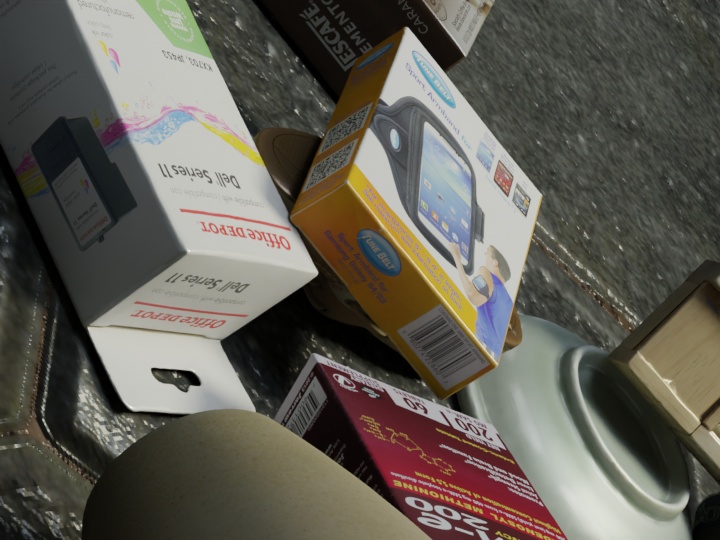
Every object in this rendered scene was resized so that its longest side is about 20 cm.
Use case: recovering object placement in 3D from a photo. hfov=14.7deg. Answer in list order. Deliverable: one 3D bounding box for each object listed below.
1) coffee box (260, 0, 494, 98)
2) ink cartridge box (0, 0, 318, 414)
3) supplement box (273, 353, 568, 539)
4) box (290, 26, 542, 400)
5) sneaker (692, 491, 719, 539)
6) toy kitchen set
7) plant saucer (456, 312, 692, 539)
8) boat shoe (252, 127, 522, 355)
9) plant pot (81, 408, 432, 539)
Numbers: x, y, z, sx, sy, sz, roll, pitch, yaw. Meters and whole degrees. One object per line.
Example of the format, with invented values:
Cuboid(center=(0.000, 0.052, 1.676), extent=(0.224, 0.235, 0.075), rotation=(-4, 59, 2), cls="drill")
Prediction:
Cuboid(center=(0.017, -0.180, 1.646), extent=(0.114, 0.080, 0.200), rotation=(50, 24, -11), cls="coffee box")
Cuboid(center=(-0.094, -0.036, 1.270), extent=(0.117, 0.067, 0.201), rotation=(8, 52, -60), cls="ink cartridge box")
Cuboid(center=(0.035, 0.122, 1.216), extent=(0.109, 0.061, 0.200), rotation=(23, 18, -28), cls="supplement box")
Cuboid(center=(0.033, -0.037, 1.383), extent=(0.119, 0.041, 0.200), rotation=(50, 28, -17), cls="box")
Cuboid(center=(0.261, 0.194, 1.635), extent=(0.200, 0.067, 0.090), rotation=(33, 38, -35), cls="sneaker")
Cuboid(center=(0.275, 0.071, 1.494), extent=(0.200, 0.163, 0.180), rotation=(47, -5, -11), cls="toy kitchen set")
Cuboid(center=(0.131, 0.098, 1.541), extent=(0.200, 0.050, 0.201), rotation=(43, 26, -27), cls="plant saucer")
Cuboid(center=(0.000, 0.000, 1.403), extent=(0.200, 0.064, 0.071), rotation=(37, 33, -37), cls="boat shoe")
Cuboid(center=(-0.027, 0.152, 1.050), extent=(0.187, 0.187, 0.200), rotation=(29, 21, -45), cls="plant pot")
